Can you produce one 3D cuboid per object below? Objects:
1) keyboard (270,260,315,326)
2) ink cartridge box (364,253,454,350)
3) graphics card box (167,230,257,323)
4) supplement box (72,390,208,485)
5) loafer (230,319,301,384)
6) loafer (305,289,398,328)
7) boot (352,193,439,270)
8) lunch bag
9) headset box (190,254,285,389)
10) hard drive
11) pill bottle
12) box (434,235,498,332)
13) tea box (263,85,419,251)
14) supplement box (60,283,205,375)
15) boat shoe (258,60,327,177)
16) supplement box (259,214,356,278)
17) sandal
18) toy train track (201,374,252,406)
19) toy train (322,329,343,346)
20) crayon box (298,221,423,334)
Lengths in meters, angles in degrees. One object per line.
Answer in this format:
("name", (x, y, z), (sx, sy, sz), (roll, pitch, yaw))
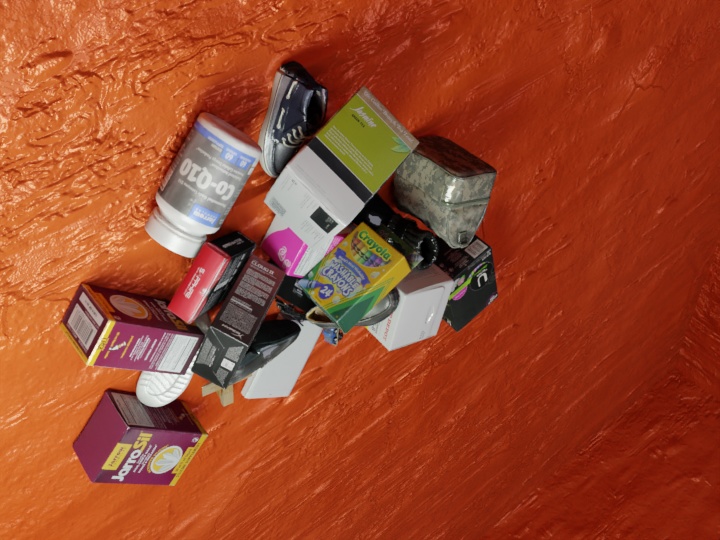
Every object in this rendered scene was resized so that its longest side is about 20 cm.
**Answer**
("keyboard", (-0.140, 0.042, 1.527), (0.200, 0.039, 0.106), (37, 69, -53))
("ink cartridge box", (0.068, 0.040, 1.592), (0.143, 0.200, 0.147), (-15, 132, -38))
("graphics card box", (-0.243, 0.006, 1.271), (0.127, 0.050, 0.200), (-58, 179, 11))
("supplement box", (-0.406, 0.315, 1.414), (0.132, 0.103, 0.199), (-55, 143, 10))
("loafer", (-0.201, 0.157, 1.489), (0.198, 0.073, 0.073), (-23, 134, -35))
("loafer", (-0.018, 0.079, 1.497), (0.198, 0.074, 0.072), (-20, 170, 32))
("boot", (0.060, -0.087, 1.506), (0.080, 0.158, 0.210), (-55, 144, 8))
("lunch bag", (0.159, -0.157, 1.521), (0.138, 0.200, 0.170), (-11, 126, -37))
("headset box", (-0.211, 0.083, 1.339), (0.149, 0.076, 0.202), (-56, -171, 46))
("hard drive", (-0.163, 0.183, 1.622), (0.131, 0.026, 0.202), (6, 117, -49))
("pill bottle", (-0.247, -0.130, 1.180), (0.113, 0.114, 0.202), (18, 107, -52))
("box", (0.230, 0.016, 1.808), (0.148, 0.124, 0.201), (-37, 143, -14))
("tea box", (-0.037, -0.162, 1.256), (0.197, 0.134, 0.200), (-48, -173, -20))
("supplement box", (-0.372, 0.100, 1.253), (0.199, 0.110, 0.086), (17, 108, -52))
("boat shoe", (-0.111, -0.231, 1.252), (0.074, 0.093, 0.203), (-16, 132, -37))
("supplement box", (-0.077, -0.046, 1.446), (0.199, 0.101, 0.104), (14, 112, -51))
("sandal", (-0.334, 0.163, 1.397), (0.204, 0.082, 0.050), (-54, -173, 3))
("toy train track", (-0.270, 0.177, 1.500), (0.114, 0.032, 0.203), (-19, 127, -35))
("toy train", (-0.055, 0.075, 1.605), (0.046, 0.034, 0.203), (-28, 130, -46))
("crayon box", (0.000, 0.000, 1.375), (0.200, 0.126, 0.052), (-43, 143, -9))
